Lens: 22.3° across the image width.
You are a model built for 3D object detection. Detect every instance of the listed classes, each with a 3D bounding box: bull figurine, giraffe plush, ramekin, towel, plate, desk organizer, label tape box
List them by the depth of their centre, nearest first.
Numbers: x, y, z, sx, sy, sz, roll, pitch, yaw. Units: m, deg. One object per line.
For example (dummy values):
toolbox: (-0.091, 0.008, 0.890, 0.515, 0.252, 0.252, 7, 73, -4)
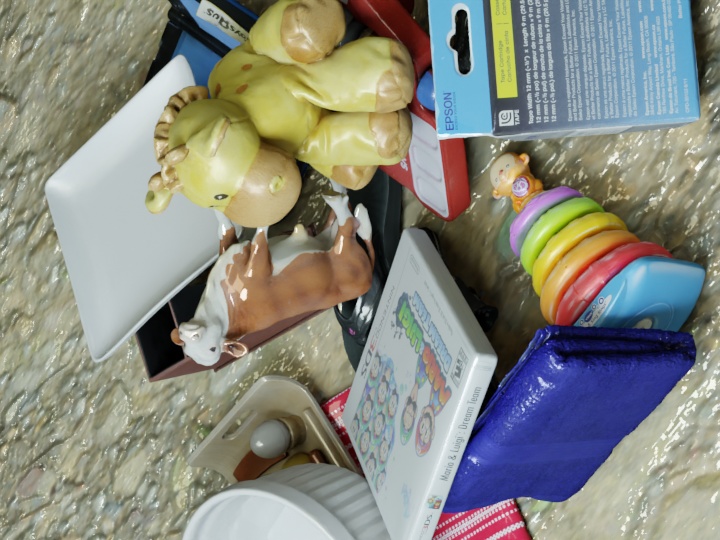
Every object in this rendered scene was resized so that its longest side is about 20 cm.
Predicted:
giraffe plush: (-0.077, -0.105, 1.347, 0.198, 0.163, 0.174, 23, 141, 16)
towel: (0.146, 0.108, 1.370, 0.200, 0.146, 0.050, -54, 49, 42)
label tape box: (0.147, -0.174, 1.372, 0.197, 0.066, 0.145, -5, 90, -3)
bull figurine: (-0.069, -0.002, 1.429, 0.065, 0.199, 0.123, 26, 123, 42)
ramekin: (-0.040, 0.251, 1.467, 0.199, 0.105, 0.203, 13, 112, 34)
towel: (0.051, 0.175, 1.532, 0.144, 0.022, 0.202, -32, 75, 29)
desk organizer: (-0.112, 0.031, 1.566, 0.199, 0.076, 0.072, -30, 75, 48)
plate: (-0.182, -0.052, 1.575, 0.200, 0.032, 0.201, -40, 54, 27)

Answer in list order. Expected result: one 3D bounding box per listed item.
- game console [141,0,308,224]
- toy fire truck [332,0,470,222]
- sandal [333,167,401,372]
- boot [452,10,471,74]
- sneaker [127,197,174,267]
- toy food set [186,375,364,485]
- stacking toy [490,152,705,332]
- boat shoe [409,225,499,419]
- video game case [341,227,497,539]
game console: (-0.131, -0.161, 1.586, 0.199, 0.171, 0.119, 36, 83, 26)
toy fire truck: (0.021, -0.148, 1.439, 0.167, 0.112, 0.201, 36, 152, 32)
sandal: (-0.001, -0.001, 1.534, 0.075, 0.048, 0.203, -8, 84, 48)
boot: (0.081, -0.231, 1.463, 0.209, 0.079, 0.160, 7, 96, 32)
sneaker: (-0.150, -0.041, 1.619, 0.199, 0.080, 0.077, -37, 54, 30)
toy food set: (-0.061, 0.208, 1.565, 0.144, 0.060, 0.201, -47, 67, 38)
stacking toy: (0.160, -0.023, 1.419, 0.116, 0.109, 0.201, -53, 55, 25)
boat shoe: (0.082, 0.049, 1.478, 0.065, 0.075, 0.201, -9, 56, -5)
video game case: (0.041, 0.093, 1.409, 0.200, 0.023, 0.184, -117, 41, -58)
